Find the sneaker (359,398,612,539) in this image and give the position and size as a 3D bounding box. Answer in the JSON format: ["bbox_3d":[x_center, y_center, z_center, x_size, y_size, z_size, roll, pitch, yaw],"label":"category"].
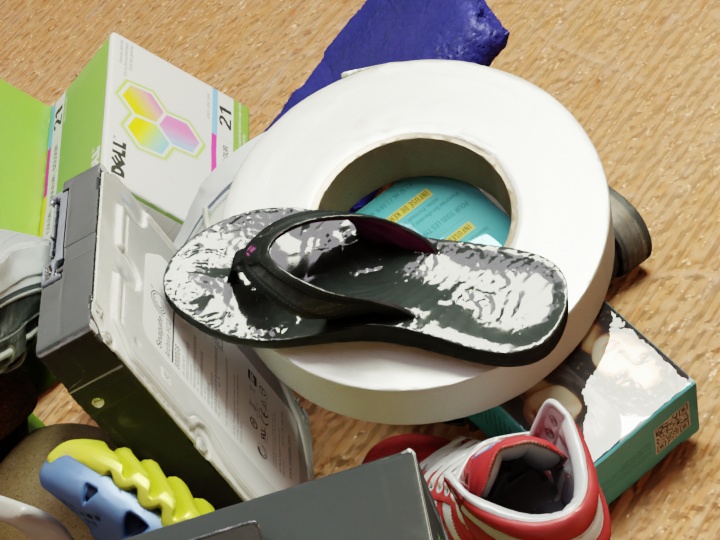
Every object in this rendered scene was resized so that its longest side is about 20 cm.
[{"bbox_3d":[0.056,0.100,1.110,0.071,0.113,0.200,-36,38,-20],"label":"sneaker"}]

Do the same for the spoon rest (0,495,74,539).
[{"bbox_3d":[-0.171,0.207,1.079,0.099,0.060,0.201,11,84,48],"label":"spoon rest"}]

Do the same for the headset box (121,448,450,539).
[{"bbox_3d":[-0.029,0.188,0.966,0.174,0.200,0.093,-18,36,5],"label":"headset box"}]

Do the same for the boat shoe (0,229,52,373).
[{"bbox_3d":[-0.191,0.017,1.141,0.072,0.071,0.200,10,7,7],"label":"boat shoe"}]

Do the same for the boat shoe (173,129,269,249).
[{"bbox_3d":[-0.073,0.015,1.278,0.202,0.075,0.086,-48,49,14],"label":"boat shoe"}]

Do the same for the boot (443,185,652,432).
[{"bbox_3d":[0.045,-0.001,1.288,0.174,0.069,0.200,-39,40,-22],"label":"boot"}]

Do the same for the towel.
[{"bbox_3d":[0.007,-0.090,1.364,0.200,0.049,0.148,-50,28,16],"label":"towel"}]

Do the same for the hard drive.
[{"bbox_3d":[-0.087,0.058,1.164,0.038,0.200,0.140,-28,32,16],"label":"hard drive"}]

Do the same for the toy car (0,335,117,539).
[{"bbox_3d":[-0.158,0.133,1.190,0.200,0.158,0.164,26,40,17],"label":"toy car"}]

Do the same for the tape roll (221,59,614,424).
[{"bbox_3d":[0.028,-0.018,1.173,0.202,0.037,0.203,-5,56,8],"label":"tape roll"}]

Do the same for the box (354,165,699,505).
[{"bbox_3d":[0.075,0.032,1.185,0.082,0.049,0.200,-38,59,-15],"label":"box"}]

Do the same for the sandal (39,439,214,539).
[{"bbox_3d":[-0.076,0.159,1.068,0.087,0.200,0.079,-46,1,0],"label":"sandal"}]

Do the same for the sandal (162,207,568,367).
[{"bbox_3d":[0.001,-0.001,1.116,0.200,0.048,0.076,5,59,13],"label":"sandal"}]

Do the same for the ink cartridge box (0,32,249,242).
[{"bbox_3d":[-0.168,-0.077,1.373,0.076,0.200,0.148,-45,29,30],"label":"ink cartridge box"}]
